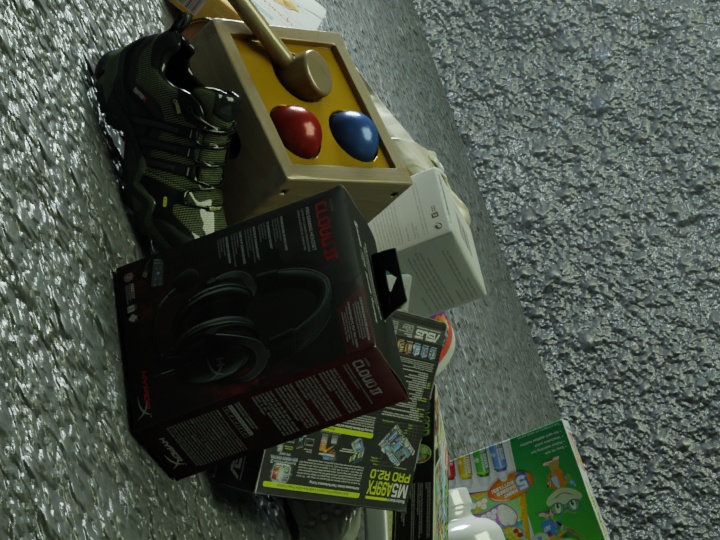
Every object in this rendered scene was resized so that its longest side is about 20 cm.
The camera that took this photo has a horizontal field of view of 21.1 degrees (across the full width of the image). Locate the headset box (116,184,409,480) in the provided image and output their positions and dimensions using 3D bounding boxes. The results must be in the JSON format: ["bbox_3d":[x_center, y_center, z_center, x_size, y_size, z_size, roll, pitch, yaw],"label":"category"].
[{"bbox_3d":[-0.062,0.040,1.360,0.077,0.199,0.149,57,17,-50],"label":"headset box"}]

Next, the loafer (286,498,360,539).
[{"bbox_3d":[-0.030,0.156,1.651,0.070,0.070,0.201,52,22,-48],"label":"loafer"}]

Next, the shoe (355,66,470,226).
[{"bbox_3d":[0.038,-0.113,1.822,0.200,0.053,0.070,46,-7,15],"label":"shoe"}]

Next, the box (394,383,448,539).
[{"bbox_3d":[0.055,0.212,1.710,0.110,0.035,0.200,77,11,-48],"label":"box"}]

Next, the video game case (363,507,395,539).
[{"bbox_3d":[0.026,0.257,1.693,0.182,0.023,0.201,47,40,-78],"label":"video game case"}]

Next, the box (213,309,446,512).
[{"bbox_3d":[-0.020,0.100,1.508,0.200,0.044,0.161,15,87,-52],"label":"box"}]

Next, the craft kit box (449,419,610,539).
[{"bbox_3d":[0.150,0.277,1.973,0.049,0.199,0.198,21,48,-76],"label":"craft kit box"}]

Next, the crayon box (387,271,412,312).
[{"bbox_3d":[-0.042,0.063,1.548,0.200,0.051,0.126,-2,100,-53],"label":"crayon box"}]

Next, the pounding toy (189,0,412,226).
[{"bbox_3d":[-0.073,-0.140,1.585,0.184,0.142,0.200,-1,59,-49],"label":"pounding toy"}]

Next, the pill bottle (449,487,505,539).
[{"bbox_3d":[0.103,0.319,1.898,0.111,0.110,0.201,32,39,-73],"label":"pill bottle"}]

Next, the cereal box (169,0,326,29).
[{"bbox_3d":[-0.111,-0.266,1.933,0.144,0.040,0.200,38,23,-9],"label":"cereal box"}]

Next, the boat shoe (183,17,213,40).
[{"bbox_3d":[-0.137,-0.162,1.707,0.068,0.072,0.200,59,15,-48],"label":"boat shoe"}]

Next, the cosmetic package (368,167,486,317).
[{"bbox_3d":[0.000,0.000,1.741,0.108,0.199,0.085,60,15,-50],"label":"cosmetic package"}]

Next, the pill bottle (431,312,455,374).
[{"bbox_3d":[0.014,0.024,2.008,0.112,0.111,0.200,-98,163,-50],"label":"pill bottle"}]

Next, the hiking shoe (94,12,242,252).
[{"bbox_3d":[-0.133,-0.095,1.490,0.076,0.100,0.201,-13,77,-58],"label":"hiking shoe"}]
